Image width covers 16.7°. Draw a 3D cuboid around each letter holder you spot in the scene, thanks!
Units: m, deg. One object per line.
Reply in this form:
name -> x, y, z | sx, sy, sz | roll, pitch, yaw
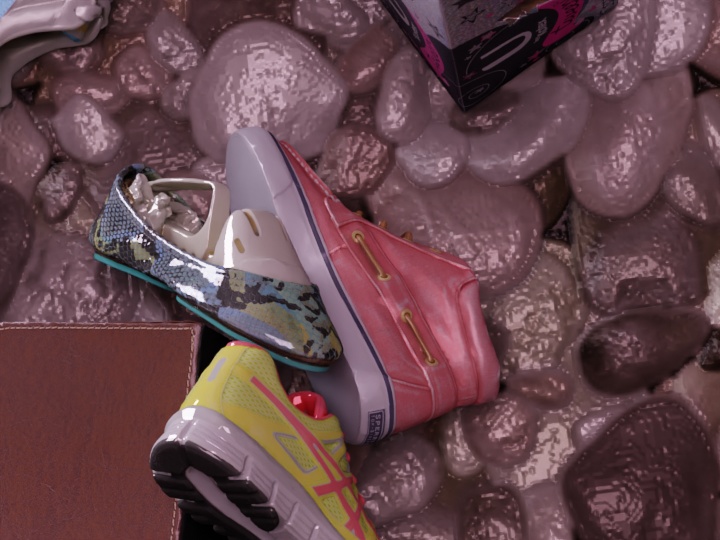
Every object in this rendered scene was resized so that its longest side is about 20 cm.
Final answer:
letter holder -> -0.137, 0.135, 1.290 | 0.141, 0.101, 0.202 | -1, 76, 20

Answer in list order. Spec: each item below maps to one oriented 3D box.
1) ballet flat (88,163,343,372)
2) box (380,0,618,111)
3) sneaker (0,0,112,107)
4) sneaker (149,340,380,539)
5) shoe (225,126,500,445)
ballet flat -> -0.076, -0.009, 1.293 | 0.199, 0.074, 0.075 | 25, 78, 43
box -> 0.057, -0.190, 1.301 | 0.114, 0.200, 0.133 | -34, 75, -2
sneaker -> -0.163, -0.177, 1.390 | 0.200, 0.077, 0.081 | -41, 83, 2
sneaker -> -0.027, 0.110, 1.249 | 0.078, 0.200, 0.091 | -1, 53, 30
shoe -> 0.000, 0.000, 1.332 | 0.090, 0.072, 0.201 | -13, 58, -24
